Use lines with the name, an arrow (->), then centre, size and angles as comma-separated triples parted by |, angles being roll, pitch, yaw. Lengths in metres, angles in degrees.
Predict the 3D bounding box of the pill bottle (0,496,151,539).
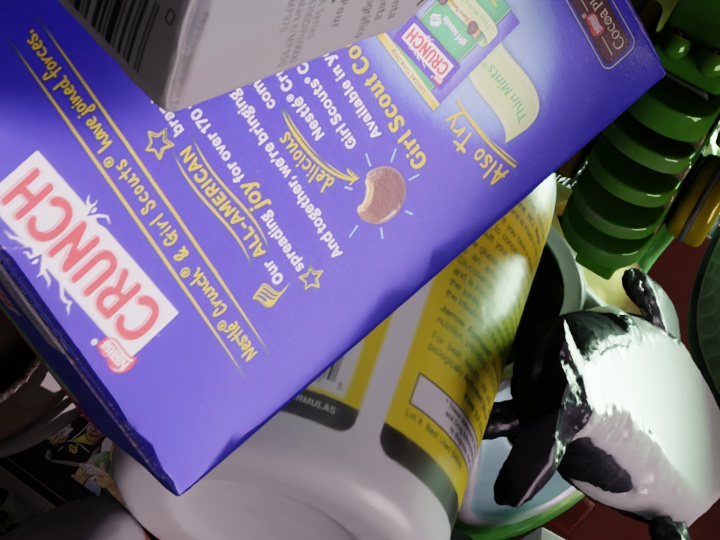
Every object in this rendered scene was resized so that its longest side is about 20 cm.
pill bottle -> -0.071, 0.185, 0.991 | 0.111, 0.200, 0.111 | -31, -167, 8

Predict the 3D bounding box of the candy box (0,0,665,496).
candy box -> -0.036, -0.065, 0.862 | 0.200, 0.077, 0.169 | -41, 121, -13

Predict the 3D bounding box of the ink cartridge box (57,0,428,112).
ink cartridge box -> -0.020, -0.133, 0.766 | 0.200, 0.163, 0.057 | -21, 148, -42

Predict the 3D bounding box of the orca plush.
orca plush -> 0.070, 0.060, 1.016 | 0.071, 0.105, 0.200 | -13, -178, 19

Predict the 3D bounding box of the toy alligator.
toy alligator -> 0.101, -0.061, 0.925 | 0.054, 0.059, 0.200 | -53, 170, -49

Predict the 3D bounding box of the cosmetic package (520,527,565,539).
cosmetic package -> 0.046, 0.191, 1.159 | 0.200, 0.108, 0.085 | -41, -151, 43

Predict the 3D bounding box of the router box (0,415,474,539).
router box -> -0.059, 0.118, 1.057 | 0.149, 0.200, 0.051 | -51, -173, 15

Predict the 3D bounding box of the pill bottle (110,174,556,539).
pill bottle -> 0.000, 0.000, 0.986 | 0.112, 0.112, 0.200 | 83, 24, -60

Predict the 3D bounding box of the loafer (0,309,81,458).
loafer -> -0.091, -0.031, 0.942 | 0.071, 0.073, 0.200 | 25, 102, -50

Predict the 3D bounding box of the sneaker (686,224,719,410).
sneaker -> 0.192, 0.075, 1.159 | 0.077, 0.202, 0.146 | -18, 142, 22

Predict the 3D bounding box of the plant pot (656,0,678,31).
plant pot -> 0.204, -0.095, 0.971 | 0.200, 0.142, 0.200 | -11, 127, -14

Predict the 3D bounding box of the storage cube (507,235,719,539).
storage cube -> 0.110, 0.100, 1.284 | 0.180, 0.200, 0.171 | -43, 157, -32

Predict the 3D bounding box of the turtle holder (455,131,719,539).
turtle holder -> 0.059, 0.024, 1.127 | 0.185, 0.141, 0.132 | -9, 162, -4
